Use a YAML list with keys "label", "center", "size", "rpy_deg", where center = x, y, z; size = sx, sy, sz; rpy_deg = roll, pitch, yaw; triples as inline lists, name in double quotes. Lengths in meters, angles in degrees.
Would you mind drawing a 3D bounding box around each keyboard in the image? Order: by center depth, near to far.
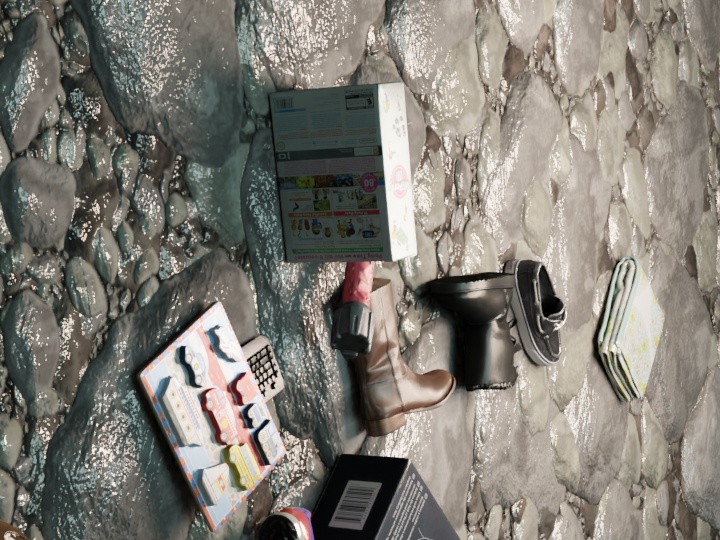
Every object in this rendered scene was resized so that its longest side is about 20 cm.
- label: "keyboard"
  center: [-0.143, 0.164, 1.644]
  size: [0.200, 0.020, 0.128]
  rpy_deg: [-36, 119, -50]

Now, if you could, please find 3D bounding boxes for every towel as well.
- label: "towel"
  center: [0.464, 0.103, 2.561]
  size: [0.172, 0.048, 0.201]
  rpy_deg: [58, 44, -43]

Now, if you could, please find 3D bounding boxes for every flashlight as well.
- label: "flashlight"
  center: [0.000, 0.000, 1.790]
  size: [0.068, 0.068, 0.201]
  rpy_deg: [36, 48, -37]

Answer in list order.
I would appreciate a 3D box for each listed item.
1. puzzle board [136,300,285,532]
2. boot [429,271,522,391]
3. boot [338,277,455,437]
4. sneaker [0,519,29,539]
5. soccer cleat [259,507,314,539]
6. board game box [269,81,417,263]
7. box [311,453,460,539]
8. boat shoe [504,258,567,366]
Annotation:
- label: "puzzle board"
  center: [-0.154, 0.156, 1.600]
  size: [0.151, 0.017, 0.201]
  rpy_deg: [-47, 121, -48]
- label: "boot"
  center: [0.162, 0.087, 2.074]
  size: [0.198, 0.073, 0.164]
  rpy_deg: [-5, 97, -58]
- label: "boot"
  center: [0.047, 0.087, 1.904]
  size: [0.186, 0.064, 0.201]
  rpy_deg: [-29, 110, -52]
- label: "sneaker"
  center: [-0.288, 0.301, 1.368]
  size: [0.071, 0.075, 0.201]
  rpy_deg: [-59, 137, -38]
- label: "soccer cleat"
  center: [-0.074, 0.372, 1.713]
  size: [0.073, 0.068, 0.202]
  rpy_deg: [-11, 98, -64]
- label: "board game box"
  center: [-0.019, -0.112, 1.721]
  size: [0.064, 0.147, 0.202]
  rpy_deg: [-17, 104, -58]
- label: "box"
  center: [0.030, 0.345, 1.832]
  size: [0.201, 0.106, 0.149]
  rpy_deg: [60, 43, -37]
- label: "boat shoe"
  center: [0.279, 0.065, 2.252]
  size: [0.072, 0.067, 0.201]
  rpy_deg: [-53, 132, -42]
